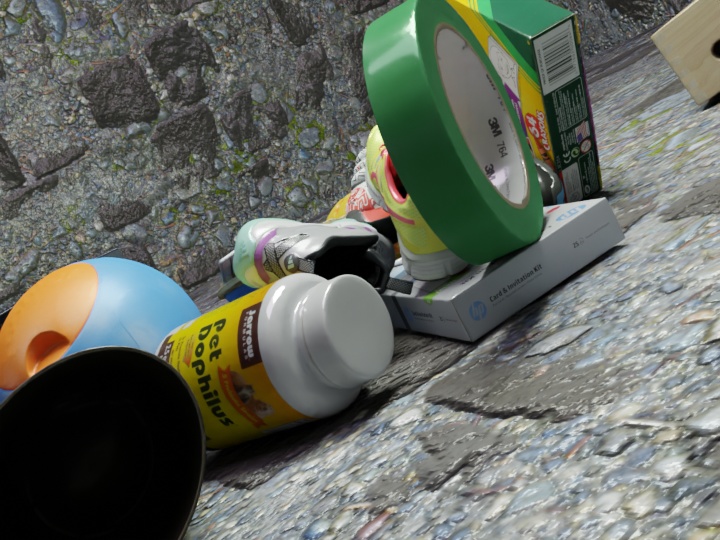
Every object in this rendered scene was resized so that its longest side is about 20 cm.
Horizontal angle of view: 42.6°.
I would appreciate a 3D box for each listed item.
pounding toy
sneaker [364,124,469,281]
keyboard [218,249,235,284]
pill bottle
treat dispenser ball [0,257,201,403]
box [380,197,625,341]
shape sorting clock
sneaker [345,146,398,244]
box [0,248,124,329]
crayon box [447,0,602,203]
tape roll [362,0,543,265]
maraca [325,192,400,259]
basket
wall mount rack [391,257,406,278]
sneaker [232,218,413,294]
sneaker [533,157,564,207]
[{"bbox_3d":[0.471,-0.288,1.079,0.199,0.143,0.184,-37,1,35],"label":"pounding toy"},{"bbox_3d":[0.046,-0.085,0.787,0.077,0.092,0.202,-18,40,-3],"label":"sneaker"},{"bbox_3d":[-0.131,-0.006,1.019,0.056,0.011,0.200,-41,-3,-12],"label":"keyboard"},{"bbox_3d":[-0.070,0.071,0.727,0.198,0.111,0.109,-24,9,38],"label":"pill bottle"},{"bbox_3d":[-0.232,0.091,0.846,0.198,0.204,0.201,-28,8,4],"label":"treat dispenser ball"},{"bbox_3d":[0.110,-0.001,0.796,0.154,0.042,0.200,-32,9,-13],"label":"box"},{"bbox_3d":[-0.072,-0.020,1.027,0.197,0.040,0.200,-30,1,1],"label":"shape sorting clock"},{"bbox_3d":[0.069,-0.095,0.907,0.198,0.067,0.110,-15,56,35],"label":"sneaker"},{"bbox_3d":[-0.362,0.111,1.198,0.194,0.203,0.124,-23,8,34],"label":"box"},{"bbox_3d":[0.168,-0.187,0.965,0.058,0.203,0.173,-29,37,-11],"label":"crayon box"},{"bbox_3d":[0.075,-0.107,0.702,0.048,0.203,0.200,-24,9,26],"label":"tape roll"},{"bbox_3d":[0.003,-0.045,1.244,0.135,0.109,0.200,-18,-12,-23],"label":"maraca"},{"bbox_3d":[-0.188,0.140,0.638,0.182,0.135,0.200,-58,8,-12],"label":"basket"},{"bbox_3d":[0.018,-0.010,1.063,0.172,0.076,0.199,-19,13,46],"label":"wall mount rack"},{"bbox_3d":[0.000,0.000,0.811,0.138,0.080,0.198,12,11,40],"label":"sneaker"},{"bbox_3d":[0.124,-0.081,0.964,0.081,0.075,0.198,-21,25,-35],"label":"sneaker"}]
